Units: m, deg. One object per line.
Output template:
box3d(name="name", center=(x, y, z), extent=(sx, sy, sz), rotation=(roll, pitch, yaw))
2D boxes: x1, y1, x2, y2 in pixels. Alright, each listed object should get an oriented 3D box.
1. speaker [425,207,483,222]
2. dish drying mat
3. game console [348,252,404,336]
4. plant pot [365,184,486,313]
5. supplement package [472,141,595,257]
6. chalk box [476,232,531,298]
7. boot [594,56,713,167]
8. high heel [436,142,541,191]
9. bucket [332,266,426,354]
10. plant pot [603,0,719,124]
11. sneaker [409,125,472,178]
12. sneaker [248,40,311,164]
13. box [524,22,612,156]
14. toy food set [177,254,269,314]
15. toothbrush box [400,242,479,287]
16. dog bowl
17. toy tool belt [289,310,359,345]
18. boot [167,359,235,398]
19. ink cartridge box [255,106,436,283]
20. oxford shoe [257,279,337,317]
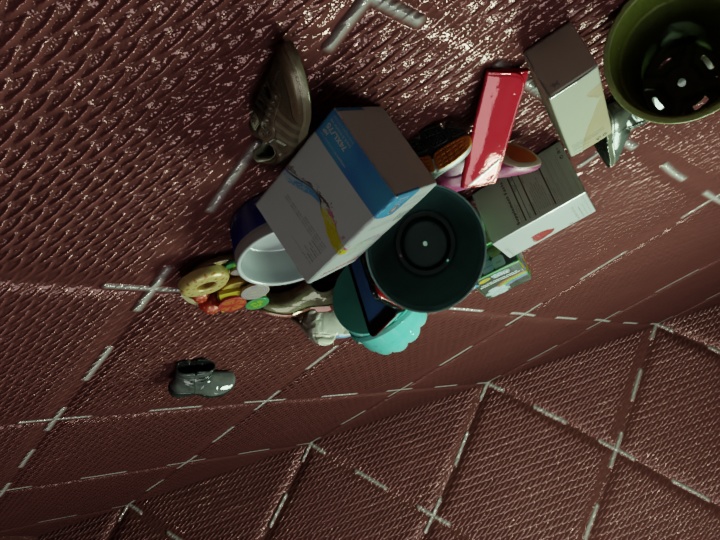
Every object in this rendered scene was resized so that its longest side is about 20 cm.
box3d(name="speaker", center=(0.168, -0.102, 1.120), extent=(0.088, 0.091, 0.197), rotation=(-35, 150, 33))
box3d(name="dish drying mat", center=(0.213, -0.224, 0.911), extent=(0.074, 0.018, 0.204), rotation=(-7, 135, -15))
box3d(name="game console", center=(0.000, 0.000, 1.064), extent=(0.117, 0.205, 0.171), rotation=(-28, 154, 21))
box3d(name="plant pot", center=(0.112, -0.042, 0.966), extent=(0.195, 0.206, 0.134), rotation=(-22, -177, 9))
box3d(name="supplement package", center=(0.347, -0.136, 1.135), extent=(0.197, 0.123, 0.120), rotation=(-30, 154, 24))
box3d(name="chalk box", center=(0.301, -0.036, 1.303), extent=(0.122, 0.127, 0.199), rotation=(-26, 153, 18))
box3d(name="boot", center=(0.531, -0.290, 1.036), extent=(0.196, 0.074, 0.182), rotation=(-31, 155, 9))
box3d(name="high heel", center=(0.227, -0.175, 1.023), extent=(0.193, 0.069, 0.097), rotation=(-5, 143, -16))
box3d(name="bucket", center=(0.042, 0.072, 1.253), extent=(0.203, 0.213, 0.134), rotation=(-26, 150, 17))
box3d(name="plant pot", center=(0.479, -0.304, 0.846), extent=(0.197, 0.205, 0.188), rotation=(-31, 165, 27))
box3d(name="sneaker", center=(0.104, -0.175, 0.959), extent=(0.196, 0.078, 0.091), rotation=(-23, 163, 27))
box3d(name="sneaker", center=(-0.108, -0.201, 0.734), extent=(0.073, 0.072, 0.202), rotation=(-19, 157, -15))
box3d(name="box", center=(0.327, -0.273, 0.879), extent=(0.076, 0.098, 0.199), rotation=(-28, 155, 20))
box3d(name="toy food set", center=(-0.260, 0.030, 1.124), extent=(0.191, 0.050, 0.202), rotation=(-12, 154, -15))
box3d(name="toothbrush box", center=(0.143, -0.020, 1.192), extent=(0.196, 0.150, 0.085), rotation=(8, 145, -46))
box3d(name="dog bowl", center=(-0.131, -0.057, 1.004), extent=(0.193, 0.081, 0.202), rotation=(-16, 155, -7))
box3d(name="toy tool belt", center=(-0.067, 0.124, 1.401), extent=(0.194, 0.130, 0.122), rotation=(3, 180, -33))
box3d(name="boot", center=(-0.410, 0.286, 1.517), extent=(0.195, 0.071, 0.132), rotation=(-4, 146, -39))
box3d(name="ink cartridge box", center=(-0.022, -0.111, 0.824), extent=(0.199, 0.148, 0.146), rotation=(-41, 172, 32))
box3d(name="oxford shoe", center=(-0.137, 0.052, 1.259), extent=(0.194, 0.071, 0.077), rotation=(-7, 128, -25))
